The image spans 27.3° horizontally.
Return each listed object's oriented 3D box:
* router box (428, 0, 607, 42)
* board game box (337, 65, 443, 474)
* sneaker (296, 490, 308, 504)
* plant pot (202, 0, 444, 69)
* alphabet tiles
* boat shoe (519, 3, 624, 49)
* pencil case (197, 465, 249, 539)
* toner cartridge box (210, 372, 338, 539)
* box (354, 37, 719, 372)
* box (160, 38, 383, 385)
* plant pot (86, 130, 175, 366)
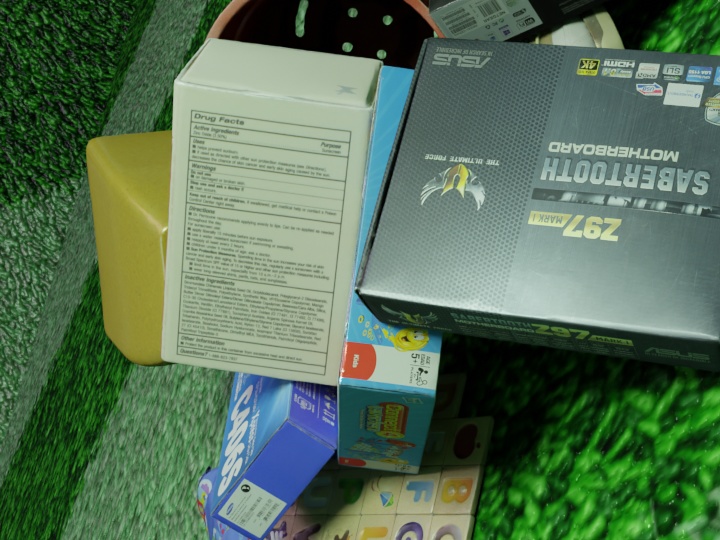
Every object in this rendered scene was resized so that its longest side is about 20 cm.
[{"bbox_3d":[0.141,-0.239,0.972,0.199,0.052,0.158,-21,43,25],"label":"router box"},{"bbox_3d":[0.025,0.008,0.925,0.200,0.055,0.197,92,-175,-71],"label":"board game box"},{"bbox_3d":[-0.011,0.105,1.120,0.201,0.074,0.090,-88,21,-45],"label":"sneaker"},{"bbox_3d":[-0.008,-0.158,1.148,0.201,0.200,0.195,-59,5,25],"label":"plant pot"},{"bbox_3d":[0.005,0.151,1.013,0.199,0.006,0.167,-9,57,44],"label":"alphabet tiles"},{"bbox_3d":[0.126,-0.171,1.018,0.068,0.075,0.200,-22,29,5],"label":"boat shoe"},{"bbox_3d":[-0.085,0.224,1.185,0.200,0.077,0.087,-114,27,-65],"label":"pencil case"},{"bbox_3d":[-0.057,0.097,1.066,0.095,0.043,0.200,-51,15,21],"label":"toner cartridge box"},{"bbox_3d":[0.111,-0.039,0.779,0.051,0.199,0.159,50,-127,-59],"label":"box"},{"bbox_3d":[-0.059,-0.040,0.998,0.109,0.127,0.201,-76,-7,-66],"label":"box"},{"bbox_3d":[-0.129,-0.011,1.312,0.200,0.193,0.197,-133,38,-68],"label":"plant pot"}]
